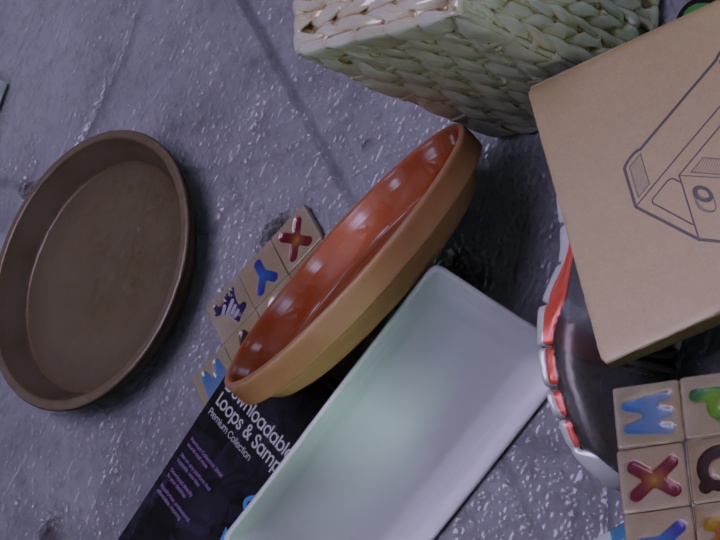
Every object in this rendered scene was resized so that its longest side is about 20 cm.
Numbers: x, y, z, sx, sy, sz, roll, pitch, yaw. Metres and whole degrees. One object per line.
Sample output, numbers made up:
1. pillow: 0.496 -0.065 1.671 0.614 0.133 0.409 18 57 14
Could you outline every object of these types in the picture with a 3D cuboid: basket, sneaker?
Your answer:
1. basket: 0.064 -0.160 1.137 0.135 0.199 0.124 -8 72 40
2. sneaker: 0.145 0.011 1.065 0.082 0.077 0.202 -14 68 41

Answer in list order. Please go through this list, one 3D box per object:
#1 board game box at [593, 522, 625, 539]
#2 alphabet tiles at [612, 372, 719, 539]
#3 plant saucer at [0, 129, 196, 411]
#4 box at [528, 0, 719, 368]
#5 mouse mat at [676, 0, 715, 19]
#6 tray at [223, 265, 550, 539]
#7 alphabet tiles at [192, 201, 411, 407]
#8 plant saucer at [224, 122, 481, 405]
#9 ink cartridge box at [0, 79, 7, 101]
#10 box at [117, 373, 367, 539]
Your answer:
1. board game box: 0.184 0.200 0.979 0.151 0.047 0.201 -36 52 27
2. alphabet tiles: 0.205 0.132 0.944 0.166 0.008 0.201 -9 58 12
3. plant saucer: -0.181 0.002 1.415 0.199 0.029 0.202 -19 60 37
4. box: 0.191 -0.061 1.019 0.199 0.021 0.165 -24 59 21
5. mouse mat: 0.219 -0.061 1.058 0.199 0.007 0.162 12 88 51
6. tray: 0.020 0.095 1.142 0.200 0.107 0.022 -53 26 13
7. alphabet tiles: -0.030 0.059 1.266 0.166 0.006 0.201 -46 48 19
8. plant saucer: 0.000 0.000 1.169 0.200 0.032 0.200 -46 10 10
9. ink cartridge box: -0.359 -0.068 1.583 0.117 0.067 0.201 12 81 44
10. box: -0.070 0.151 1.236 0.201 0.036 0.143 -56 45 8
